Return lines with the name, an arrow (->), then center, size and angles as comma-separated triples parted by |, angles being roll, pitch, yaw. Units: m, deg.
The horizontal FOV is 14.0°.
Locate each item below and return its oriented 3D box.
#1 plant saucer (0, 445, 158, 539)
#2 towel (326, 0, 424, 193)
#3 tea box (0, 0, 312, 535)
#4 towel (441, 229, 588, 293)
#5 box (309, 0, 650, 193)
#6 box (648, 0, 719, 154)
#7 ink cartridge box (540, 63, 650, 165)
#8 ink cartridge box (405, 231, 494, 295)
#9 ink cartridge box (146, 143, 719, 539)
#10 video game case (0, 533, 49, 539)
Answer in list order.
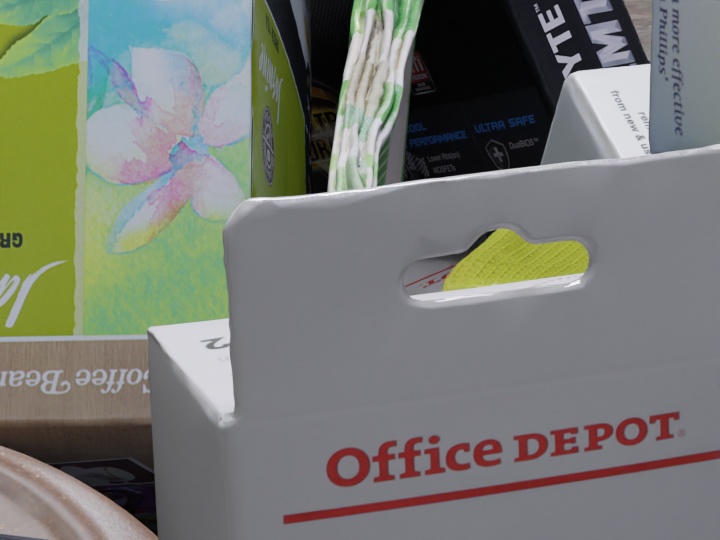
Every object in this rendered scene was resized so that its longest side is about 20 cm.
plant saucer -> -0.126, 0.099, 0.693 | 0.200, 0.037, 0.201 | 1, 41, -1
towel -> 0.000, 0.000, 0.879 | 0.023, 0.153, 0.200 | 7, 33, 0
tea box -> -0.085, -0.027, 0.890 | 0.133, 0.197, 0.200 | -2, -14, 3
towel -> 0.125, -0.004, 0.671 | 0.200, 0.018, 0.086 | 2, 14, 19
box -> 0.008, -0.110, 1.000 | 0.050, 0.199, 0.200 | -29, 12, -25
box -> 0.199, -0.074, 0.712 | 0.184, 0.105, 0.200 | -3, 6, -30
ink cartridge box -> 0.154, 0.006, 0.921 | 0.200, 0.144, 0.084 | -7, 48, -19
ink cartridge box -> 0.063, 0.010, 1.051 | 0.117, 0.067, 0.200 | -22, 15, 0
ink cartridge box -> 0.020, 0.068, 0.619 | 0.115, 0.200, 0.068 | -7, 17, -17
video game case -> -0.168, 0.116, 0.629 | 0.200, 0.143, 0.019 | 5, -22, 23
